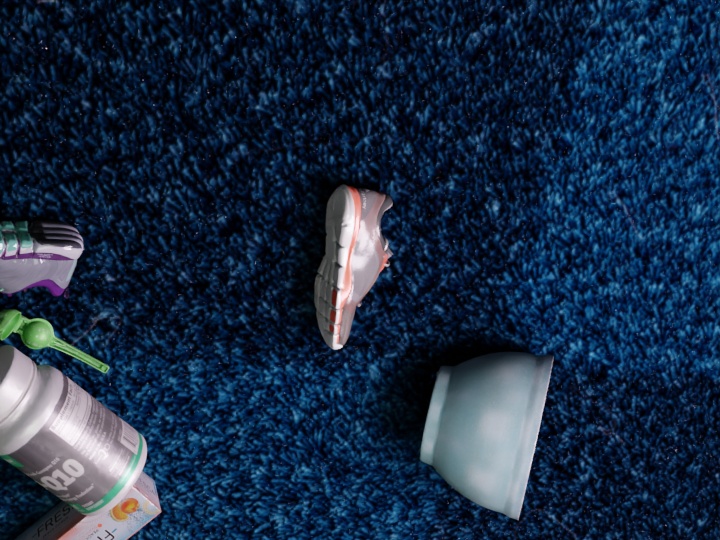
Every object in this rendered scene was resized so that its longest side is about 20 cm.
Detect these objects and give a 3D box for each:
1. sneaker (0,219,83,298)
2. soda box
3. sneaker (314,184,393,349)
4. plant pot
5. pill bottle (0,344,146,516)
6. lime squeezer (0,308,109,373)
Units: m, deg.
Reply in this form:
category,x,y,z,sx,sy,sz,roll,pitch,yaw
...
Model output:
category,x,y,z,sx,sy,sz,roll,pitch,yaw
sneaker,-0.397,-0.009,1.525,0.199,0.074,0.088,6,119,-20
soda box,-0.333,0.310,1.707,0.200,0.068,0.064,-38,121,5
sneaker,0.000,0.000,1.648,0.082,0.077,0.201,-2,117,-23
plant pot,0.147,0.185,1.734,0.134,0.200,0.201,13,115,7
pill bottle,-0.345,0.178,1.611,0.113,0.113,0.200,-43,119,7
lime squeezer,-0.358,0.071,1.584,0.200,0.070,0.038,27,82,-57
